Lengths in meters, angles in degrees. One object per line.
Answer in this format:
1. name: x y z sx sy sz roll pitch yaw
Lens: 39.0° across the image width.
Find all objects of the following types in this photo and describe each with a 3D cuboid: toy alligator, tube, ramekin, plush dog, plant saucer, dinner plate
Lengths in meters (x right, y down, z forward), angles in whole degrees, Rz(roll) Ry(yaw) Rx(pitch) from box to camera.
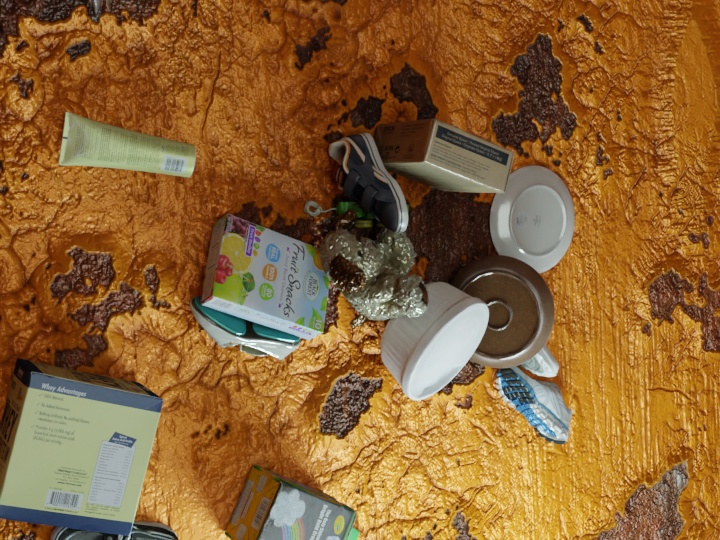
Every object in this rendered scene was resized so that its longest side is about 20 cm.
1. toy alligator: 0.005 -0.102 1.705 0.197 0.054 0.060 -2 94 -27
2. tube: -0.347 -0.182 1.524 0.197 0.052 0.059 7 49 -24
3. ramekin: 0.118 0.111 1.714 0.202 0.094 0.204 -37 150 -26
4. plush dog: 0.000 0.000 1.638 0.160 0.201 0.172 -36 124 18
5. plant saucer: 0.241 0.076 1.786 0.197 0.034 0.204 2 100 13
6. dinner plate: 0.327 -0.094 1.893 0.197 0.024 0.204 -2 94 -27

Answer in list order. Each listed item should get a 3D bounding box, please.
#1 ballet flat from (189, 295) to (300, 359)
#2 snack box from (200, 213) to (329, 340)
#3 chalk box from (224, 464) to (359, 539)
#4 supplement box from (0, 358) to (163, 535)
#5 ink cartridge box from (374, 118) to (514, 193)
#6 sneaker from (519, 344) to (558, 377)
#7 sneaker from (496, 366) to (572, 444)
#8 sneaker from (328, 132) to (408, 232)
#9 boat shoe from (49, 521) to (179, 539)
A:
1. ballet flat: -0.190 0.101 1.616 0.198 0.069 0.071 20 85 -28
2. snack box: -0.146 0.012 1.612 0.198 0.053 0.144 21 63 -27
3. chalk box: -0.096 0.417 1.653 0.198 0.123 0.126 29 79 -27
4. supplement box: -0.414 0.253 1.466 0.197 0.134 0.203 16 86 -27
5. ink cartridge box: 0.130 -0.187 1.683 0.163 0.199 0.076 16 87 -28
6. sneaker: 0.303 0.102 1.849 0.099 0.078 0.201 -43 96 -28
7. sneaker: 0.328 0.231 1.900 0.200 0.074 0.087 48 55 -23
8. sneaker: 0.009 -0.137 1.654 0.078 0.079 0.202 -11 54 -22
9. boat shoe: -0.367 0.417 1.540 0.197 0.068 0.075 16 86 -27
